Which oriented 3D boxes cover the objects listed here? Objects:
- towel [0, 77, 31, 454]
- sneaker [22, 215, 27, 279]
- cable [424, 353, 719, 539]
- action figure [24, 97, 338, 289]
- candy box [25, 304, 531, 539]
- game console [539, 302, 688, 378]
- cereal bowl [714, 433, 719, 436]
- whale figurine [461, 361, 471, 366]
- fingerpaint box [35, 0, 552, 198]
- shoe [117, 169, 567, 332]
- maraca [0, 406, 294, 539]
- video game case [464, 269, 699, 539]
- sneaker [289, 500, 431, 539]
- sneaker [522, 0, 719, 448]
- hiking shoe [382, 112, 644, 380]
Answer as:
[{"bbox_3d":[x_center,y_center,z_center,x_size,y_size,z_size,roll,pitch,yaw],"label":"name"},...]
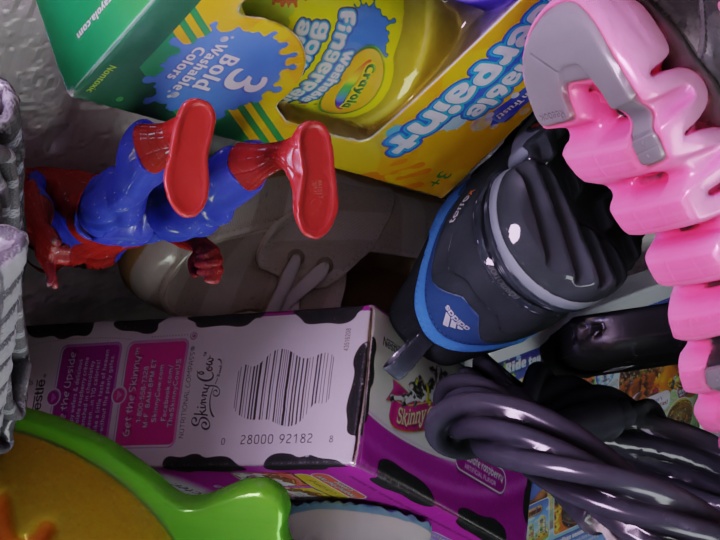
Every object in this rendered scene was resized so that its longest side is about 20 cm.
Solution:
[{"bbox_3d":[-0.189,-0.007,0.620,0.199,0.086,0.166,15,140,1],"label":"towel"},{"bbox_3d":[-0.160,-0.005,0.711,0.083,0.072,0.200,-8,145,-18],"label":"sneaker"},{"bbox_3d":[0.098,0.080,0.730,0.051,0.163,0.200,-65,176,7],"label":"cable"},{"bbox_3d":[-0.075,-0.018,0.696,0.065,0.052,0.200,4,176,-25],"label":"action figure"},{"bbox_3d":[-0.051,0.065,0.812,0.199,0.061,0.136,-5,158,29],"label":"candy box"},{"bbox_3d":[0.152,-0.029,0.805,0.175,0.117,0.200,-8,175,1],"label":"game console"},{"bbox_3d":[0.223,0.057,0.925,0.083,0.201,0.200,9,136,-37],"label":"cereal bowl"},{"bbox_3d":[0.046,0.104,0.971,0.159,0.104,0.200,-21,148,-2],"label":"whale figurine"},{"bbox_3d":[0.022,-0.121,0.650,0.167,0.074,0.200,13,134,-44],"label":"fingerpaint box"},{"bbox_3d":[0.000,0.000,0.822,0.199,0.053,0.070,2,124,-38],"label":"shoe"},{"bbox_3d":[-0.100,0.111,0.718,0.199,0.107,0.138,8,115,12],"label":"maraca"},{"bbox_3d":[0.102,0.106,0.955,0.143,0.018,0.201,-17,116,-38],"label":"video game case"},{"bbox_3d":[-0.049,0.152,0.802,0.076,0.081,0.200,17,148,-31],"label":"sneaker"},{"bbox_3d":[0.135,-0.015,0.668,0.095,0.200,0.079,-35,-165,-27],"label":"sneaker"},{"bbox_3d":[0.071,-0.032,0.769,0.087,0.075,0.200,-35,-178,34],"label":"hiking shoe"}]
